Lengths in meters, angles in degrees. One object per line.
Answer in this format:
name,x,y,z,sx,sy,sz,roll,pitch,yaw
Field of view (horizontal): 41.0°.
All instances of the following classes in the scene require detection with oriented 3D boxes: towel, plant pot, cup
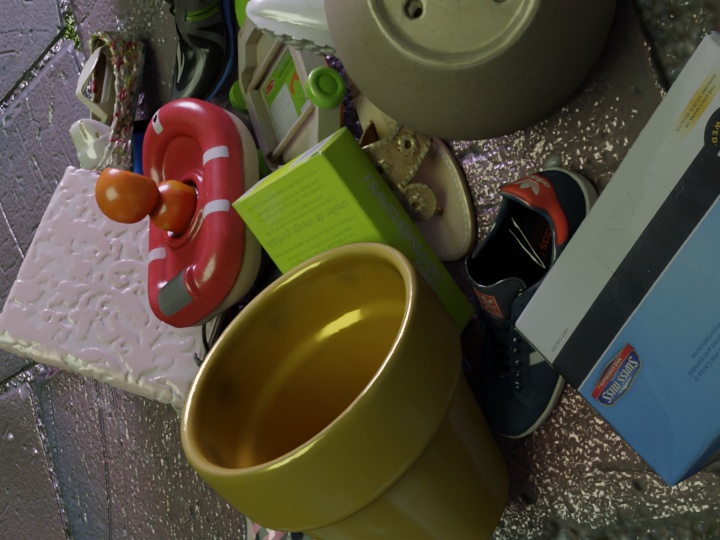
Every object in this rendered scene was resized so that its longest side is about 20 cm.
towel,-0.220,0.012,0.908,0.197,0.032,0.193,16,72,4
plant pot,0.007,0.115,0.683,0.199,0.202,0.189,-8,133,45
cup,0.062,-0.176,0.585,0.197,0.143,0.203,2,102,9

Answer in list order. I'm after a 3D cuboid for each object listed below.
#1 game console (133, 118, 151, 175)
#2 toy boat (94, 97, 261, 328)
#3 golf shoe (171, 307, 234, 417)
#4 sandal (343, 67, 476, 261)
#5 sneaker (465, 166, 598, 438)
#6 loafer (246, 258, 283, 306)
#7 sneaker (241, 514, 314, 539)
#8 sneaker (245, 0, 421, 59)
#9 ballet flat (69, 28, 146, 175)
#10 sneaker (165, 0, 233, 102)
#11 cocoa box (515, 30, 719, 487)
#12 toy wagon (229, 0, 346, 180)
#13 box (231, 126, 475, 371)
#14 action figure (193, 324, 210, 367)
game console,-0.275,-0.062,1.022,0.198,0.173,0.120,2,130,45
toy boat,-0.166,-0.058,0.829,0.130,0.130,0.203,-32,53,40
golf shoe,-0.169,0.116,0.961,0.072,0.091,0.203,-6,94,44
sandal,0.016,-0.101,0.754,0.077,0.069,0.214,-30,75,43
sneaker,0.104,0.028,0.676,0.074,0.084,0.203,21,111,41
loafer,-0.070,0.040,0.875,0.070,0.068,0.202,32,121,-1
sneaker,-0.069,0.224,0.906,0.081,0.070,0.203,-4,96,28
sneaker,0.014,-0.192,0.705,0.197,0.076,0.082,9,100,8
ballet flat,-0.266,-0.158,0.992,0.075,0.064,0.203,-17,64,40
sneaker,-0.160,-0.251,0.899,0.070,0.082,0.203,24,113,40
cocoa box,0.208,-0.006,0.531,0.131,0.132,0.201,47,126,28
toy wagon,-0.071,-0.175,0.831,0.155,0.039,0.203,-38,68,59
box,0.000,0.000,0.759,0.121,0.048,0.201,-23,107,45
action figure,-0.070,0.120,0.814,0.198,0.102,0.120,28,115,8
